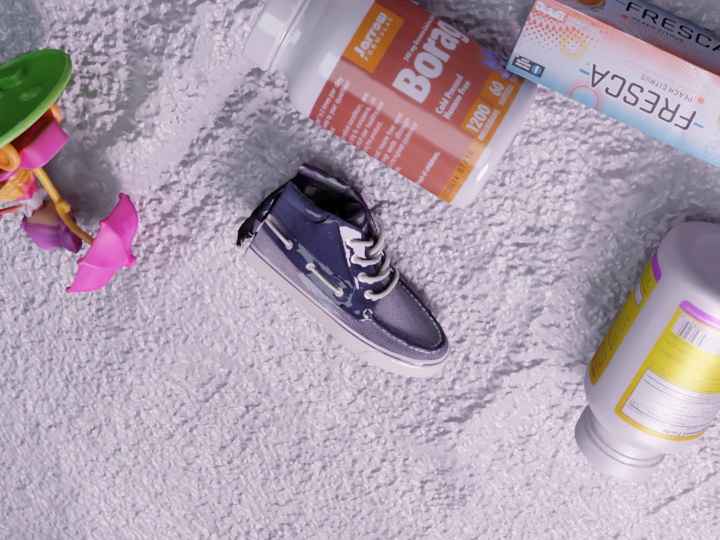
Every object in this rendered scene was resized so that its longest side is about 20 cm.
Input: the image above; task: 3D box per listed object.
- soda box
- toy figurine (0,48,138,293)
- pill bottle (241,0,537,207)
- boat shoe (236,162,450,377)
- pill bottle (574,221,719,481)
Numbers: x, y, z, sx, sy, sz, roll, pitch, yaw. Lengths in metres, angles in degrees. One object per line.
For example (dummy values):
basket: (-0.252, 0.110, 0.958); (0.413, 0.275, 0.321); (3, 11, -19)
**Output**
soda box: (0.209, -0.140, 1.281); (0.199, 0.064, 0.069); (26, 126, 3)
toy figurine: (-0.266, -0.061, 1.474); (0.199, 0.150, 0.184); (1, 134, 44)
pill bottle: (0.019, -0.141, 1.317); (0.199, 0.112, 0.112); (31, 126, -2)
boat shoe: (0.000, 0.000, 1.434); (0.200, 0.075, 0.093); (34, 133, -2)
pill bottle: (0.236, 0.067, 1.377); (0.104, 0.104, 0.200); (27, 126, 2)
